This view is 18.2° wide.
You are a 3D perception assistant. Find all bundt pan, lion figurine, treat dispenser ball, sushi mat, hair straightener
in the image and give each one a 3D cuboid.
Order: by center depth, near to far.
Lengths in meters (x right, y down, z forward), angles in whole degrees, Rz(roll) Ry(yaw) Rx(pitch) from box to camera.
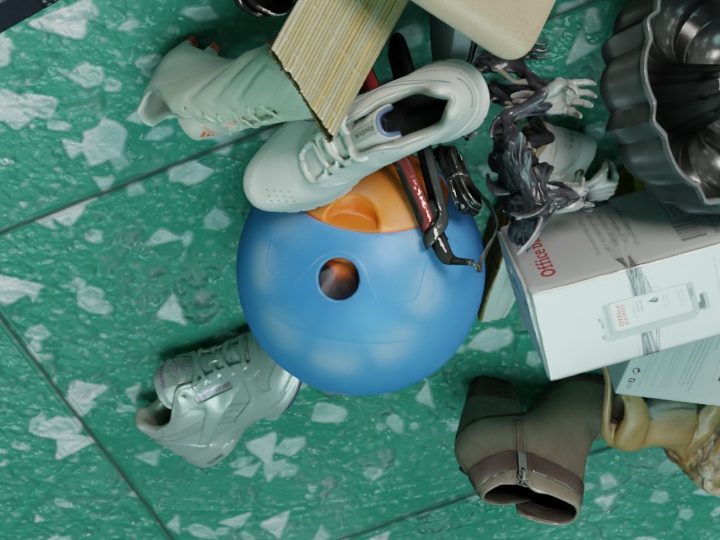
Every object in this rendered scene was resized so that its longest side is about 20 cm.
[{"bbox_3d":[-0.002,-0.198,1.629,0.012,0.201,0.096,1,141,38],"label":"sushi mat"},{"bbox_3d":[0.060,-0.091,1.716,0.077,0.201,0.041,-19,166,-17],"label":"hair straightener"},{"bbox_3d":[0.257,-0.133,1.723,0.202,0.203,0.076,33,151,-32],"label":"bundt pan"},{"bbox_3d":[0.000,0.000,1.798,0.200,0.201,0.202,-3,134,-4],"label":"treat dispenser ball"},{"bbox_3d":[0.272,0.135,2.017,0.199,0.073,0.123,10,111,-24],"label":"lion figurine"}]

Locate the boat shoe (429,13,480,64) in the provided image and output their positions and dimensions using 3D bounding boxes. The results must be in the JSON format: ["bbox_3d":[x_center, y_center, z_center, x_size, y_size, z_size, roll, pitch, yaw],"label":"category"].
[{"bbox_3d":[0.098,-0.232,1.684,0.068,0.074,0.200,1,118,-16],"label":"boat shoe"}]

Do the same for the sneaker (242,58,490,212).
[{"bbox_3d":[-0.004,-0.101,1.661,0.199,0.087,0.075,-27,90,16],"label":"sneaker"}]

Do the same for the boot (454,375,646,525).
[{"bbox_3d":[0.177,0.164,2.011,0.199,0.147,0.070,6,131,-13],"label":"boot"}]

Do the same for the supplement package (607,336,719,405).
[{"bbox_3d":[0.317,0.041,1.935,0.199,0.114,0.110,7,129,-15],"label":"supplement package"}]

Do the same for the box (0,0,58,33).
[{"bbox_3d":[-0.279,-0.289,1.494,0.123,0.201,0.198,-26,131,18],"label":"box"}]

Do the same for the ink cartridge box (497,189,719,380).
[{"bbox_3d":[0.221,0.000,1.779,0.199,0.147,0.083,-15,112,0],"label":"ink cartridge box"}]

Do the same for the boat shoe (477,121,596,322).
[{"bbox_3d":[0.147,-0.033,1.875,0.069,0.071,0.201,8,130,-13],"label":"boat shoe"}]

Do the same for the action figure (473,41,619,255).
[{"bbox_3d":[0.142,-0.098,1.723,0.101,0.201,0.119,-11,134,4],"label":"action figure"}]

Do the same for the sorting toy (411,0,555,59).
[{"bbox_3d":[0.082,-0.277,1.591,0.185,0.036,0.201,30,83,-22],"label":"sorting toy"}]

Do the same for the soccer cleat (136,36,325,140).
[{"bbox_3d":[-0.094,-0.128,1.686,0.069,0.200,0.078,45,71,-33],"label":"soccer cleat"}]

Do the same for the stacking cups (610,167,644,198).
[{"bbox_3d":[0.307,-0.038,1.897,0.199,0.061,0.061,12,131,-18],"label":"stacking cups"}]

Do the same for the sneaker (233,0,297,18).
[{"bbox_3d":[-0.049,-0.205,1.658,0.200,0.116,0.076,32,123,-34],"label":"sneaker"}]

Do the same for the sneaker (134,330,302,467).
[{"bbox_3d":[-0.119,0.099,1.963,0.099,0.075,0.200,26,125,-29],"label":"sneaker"}]
